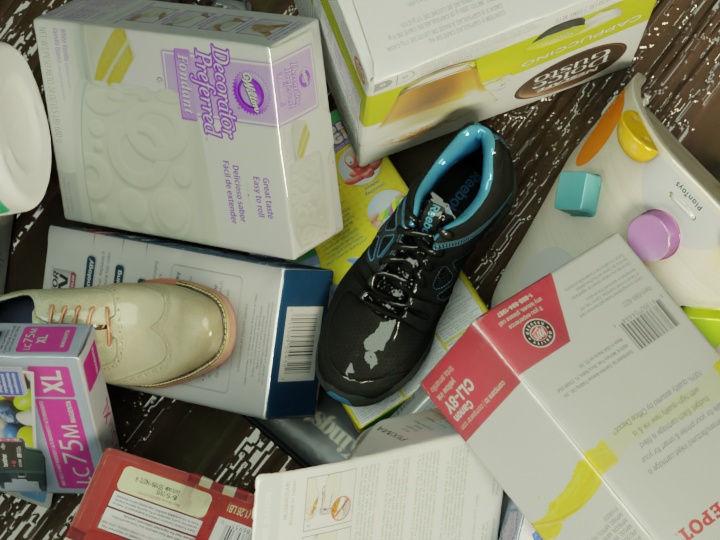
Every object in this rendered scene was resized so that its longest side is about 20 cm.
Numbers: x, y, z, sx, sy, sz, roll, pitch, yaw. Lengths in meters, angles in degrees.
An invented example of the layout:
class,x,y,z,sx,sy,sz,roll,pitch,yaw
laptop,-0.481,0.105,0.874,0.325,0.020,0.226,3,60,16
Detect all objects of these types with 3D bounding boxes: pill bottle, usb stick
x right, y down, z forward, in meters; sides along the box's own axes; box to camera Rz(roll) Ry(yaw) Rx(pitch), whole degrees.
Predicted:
class,x,y,z,sx,sy,sz,roll,pitch,yaw
pill bottle,-0.313,-0.079,1.651,0.200,0.113,0.113,-10,80,12
usb stick,-0.019,0.113,1.683,0.200,0.033,0.055,39,87,16

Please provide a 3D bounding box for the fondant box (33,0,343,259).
class,x,y,z,sx,sy,sz,roll,pitch,yaw
fondant box,-0.112,-0.096,1.639,0.200,0.058,0.145,9,117,34

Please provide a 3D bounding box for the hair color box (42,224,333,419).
class,x,y,z,sx,sy,sz,roll,pitch,yaw
hair color box,-0.119,0.032,1.667,0.200,0.060,0.100,11,94,33

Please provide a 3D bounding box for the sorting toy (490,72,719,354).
class,x,y,z,sx,sy,sz,roll,pitch,yaw
sorting toy,0.176,0.006,1.632,0.200,0.107,0.180,47,114,15

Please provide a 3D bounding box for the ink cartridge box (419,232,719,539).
class,x,y,z,sx,sy,sz,roll,pitch,yaw
ink cartridge box,0.157,0.098,1.524,0.200,0.145,0.083,51,138,12

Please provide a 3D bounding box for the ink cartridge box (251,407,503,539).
class,x,y,z,sx,sy,sz,roll,pitch,yaw
ink cartridge box,-0.002,0.176,1.529,0.050,0.200,0.163,24,114,48

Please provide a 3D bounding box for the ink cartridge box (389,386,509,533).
class,x,y,z,sx,sy,sz,roll,pitch,yaw
ink cartridge box,0.122,0.131,1.620,0.200,0.039,0.099,44,94,-9

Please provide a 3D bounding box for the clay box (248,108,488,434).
class,x,y,z,sx,sy,sz,roll,pitch,yaw
clay box,0.000,0.000,1.676,0.115,0.048,0.200,-33,69,2

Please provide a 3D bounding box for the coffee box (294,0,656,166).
class,x,y,z,sx,sy,sz,roll,pitch,yaw
coffee box,0.058,-0.211,1.605,0.199,0.198,0.200,-21,78,-6

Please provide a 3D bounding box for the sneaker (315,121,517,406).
class,x,y,z,sx,sy,sz,roll,pitch,yaw
sneaker,0.030,-0.008,1.601,0.073,0.082,0.200,27,76,13

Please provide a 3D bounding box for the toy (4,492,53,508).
class,x,y,z,sx,sy,sz,roll,pitch,yaw
toy,-0.301,0.100,1.697,0.200,0.047,0.115,21,131,6

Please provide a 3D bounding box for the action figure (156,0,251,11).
class,x,y,z,sx,sy,sz,roll,pitch,yaw
action figure,-0.138,-0.194,1.720,0.130,0.069,0.200,-7,111,-16

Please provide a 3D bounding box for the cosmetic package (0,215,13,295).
class,x,y,z,sx,sy,sz,roll,pitch,yaw
cosmetic package,-0.302,-0.042,1.747,0.107,0.085,0.200,3,84,17

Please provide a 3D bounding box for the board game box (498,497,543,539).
class,x,y,z,sx,sy,sz,roll,pitch,yaw
board game box,0.165,0.258,1.565,0.200,0.041,0.200,17,82,-12

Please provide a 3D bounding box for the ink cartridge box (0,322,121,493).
class,x,y,z,sx,sy,sz,roll,pitch,yaw
ink cartridge box,-0.260,0.088,1.623,0.200,0.120,0.042,2,39,14

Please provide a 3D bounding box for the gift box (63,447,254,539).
class,x,y,z,sx,sy,sz,roll,pitch,yaw
gift box,-0.092,0.226,1.612,0.184,0.187,0.200,21,68,17

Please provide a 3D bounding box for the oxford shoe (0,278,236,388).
class,x,y,z,sx,sy,sz,roll,pitch,yaw
oxford shoe,-0.170,0.042,1.620,0.200,0.074,0.071,-5,86,34
